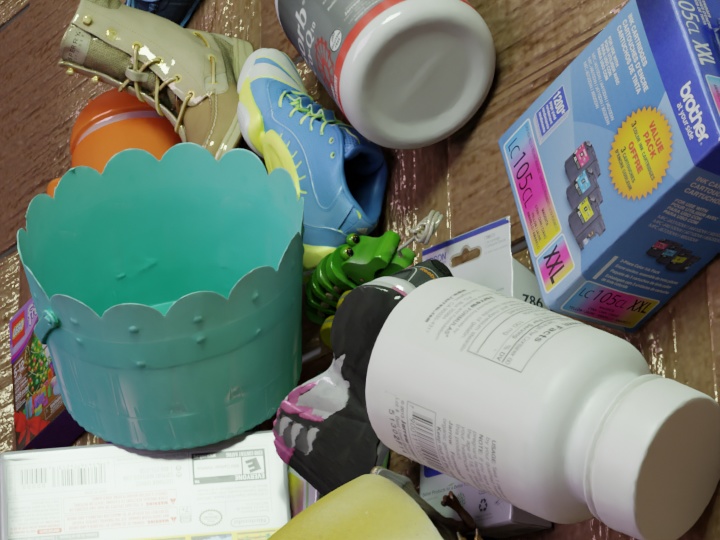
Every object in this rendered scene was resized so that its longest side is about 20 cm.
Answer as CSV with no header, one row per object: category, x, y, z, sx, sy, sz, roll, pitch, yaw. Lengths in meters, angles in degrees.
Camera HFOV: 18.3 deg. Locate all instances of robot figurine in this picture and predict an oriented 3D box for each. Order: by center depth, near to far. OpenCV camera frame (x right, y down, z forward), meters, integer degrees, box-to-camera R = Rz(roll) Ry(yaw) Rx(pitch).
robot figurine,-0.175,-0.067,1.820,0.144,0.116,0.201,-43,47,44

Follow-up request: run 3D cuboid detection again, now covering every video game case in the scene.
video game case,-0.143,0.203,1.511,0.023,0.198,0.183,91,174,-64

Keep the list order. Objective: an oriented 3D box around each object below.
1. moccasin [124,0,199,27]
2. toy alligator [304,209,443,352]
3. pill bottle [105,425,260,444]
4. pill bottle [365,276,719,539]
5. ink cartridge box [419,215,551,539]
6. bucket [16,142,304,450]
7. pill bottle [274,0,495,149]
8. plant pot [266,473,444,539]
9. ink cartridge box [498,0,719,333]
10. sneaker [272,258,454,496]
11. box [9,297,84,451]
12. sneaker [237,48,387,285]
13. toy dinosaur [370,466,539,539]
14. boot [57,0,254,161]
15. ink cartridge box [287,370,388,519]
moccasin,-0.170,-0.261,1.920,0.200,0.068,0.081,-48,42,37
toy alligator,0.000,0.000,1.541,0.060,0.054,0.200,-63,4,-34
pill bottle,-0.139,0.159,1.673,0.111,0.111,0.201,46,131,52
pill bottle,0.109,0.084,1.310,0.199,0.114,0.115,21,97,40
ink cartridge box,0.080,0.074,1.451,0.099,0.039,0.202,-21,64,52
bucket,-0.133,0.018,1.560,0.207,0.206,0.136,-128,27,-50
pill bottle,0.007,-0.181,1.581,0.116,0.115,0.200,-62,35,22
plant pot,-0.024,0.245,1.383,0.200,0.141,0.201,47,147,44
ink cartridge box,0.179,-0.079,1.324,0.200,0.076,0.137,-46,44,37
sneaker,0.015,0.071,1.454,0.080,0.086,0.200,45,135,12
box,-0.242,0.060,1.944,0.200,0.039,0.138,-41,46,42
sneaker,-0.026,-0.092,1.654,0.105,0.075,0.201,-31,60,33
toy dinosaur,0.072,0.203,1.392,0.201,0.060,0.106,66,155,14
boot,-0.161,-0.145,1.742,0.201,0.154,0.073,-91,26,-56
ink cartridge box,-0.036,0.165,1.575,0.104,0.059,0.202,-6,74,56
